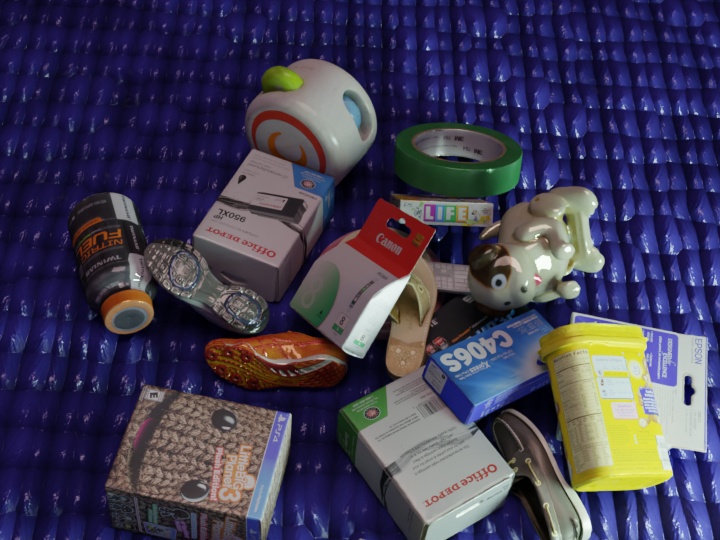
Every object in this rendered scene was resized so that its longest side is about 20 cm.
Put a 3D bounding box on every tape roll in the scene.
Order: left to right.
[{"bbox_3d":[0.151,-0.175,1.944,0.198,0.049,0.201,3,27,-1],"label":"tape roll"}]

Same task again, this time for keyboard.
[{"bbox_3d":[0.167,0.014,1.797,0.198,0.011,0.057,6,48,-4],"label":"keyboard"}]

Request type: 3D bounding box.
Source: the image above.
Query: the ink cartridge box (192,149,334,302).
[{"bbox_3d":[-0.142,-0.069,1.855,0.144,0.085,0.201,20,52,12],"label":"ink cartridge box"}]

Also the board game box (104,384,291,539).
[{"bbox_3d":[-0.201,0.252,1.573,0.198,0.097,0.160,10,50,4],"label":"board game box"}]

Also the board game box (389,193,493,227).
[{"bbox_3d":[0.115,-0.090,1.843,0.133,0.035,0.200,2,6,-4],"label":"board game box"}]

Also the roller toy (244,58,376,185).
[{"bbox_3d":[-0.074,-0.225,1.929,0.182,0.200,0.140,35,54,7],"label":"roller toy"}]

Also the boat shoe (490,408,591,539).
[{"bbox_3d":[0.221,0.269,1.610,0.060,0.072,0.202,-16,57,-24],"label":"boat shoe"}]

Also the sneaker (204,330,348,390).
[{"bbox_3d":[-0.117,0.120,1.721,0.198,0.073,0.077,7,34,-8],"label":"sneaker"}]

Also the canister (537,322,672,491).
[{"bbox_3d":[0.318,0.178,1.610,0.147,0.086,0.202,5,65,-31],"label":"canister"}]

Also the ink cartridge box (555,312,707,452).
[{"bbox_3d":[0.379,0.162,1.730,0.198,0.044,0.199,10,51,6],"label":"ink cartridge box"}]

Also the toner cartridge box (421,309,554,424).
[{"bbox_3d":[0.188,0.126,1.662,0.199,0.043,0.095,-21,57,-35],"label":"toner cartridge box"}]

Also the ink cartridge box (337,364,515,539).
[{"bbox_3d":[0.082,0.243,1.612,0.146,0.083,0.200,-23,55,-23],"label":"ink cartridge box"}]

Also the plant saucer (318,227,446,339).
[{"bbox_3d":[0.030,0.008,1.827,0.198,0.051,0.202,2,50,-2],"label":"plant saucer"}]

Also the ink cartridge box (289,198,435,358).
[{"bbox_3d":[0.000,0.000,1.712,0.050,0.201,0.161,26,5,-36],"label":"ink cartridge box"}]

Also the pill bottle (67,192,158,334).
[{"bbox_3d":[-0.349,-0.007,1.772,0.105,0.107,0.201,-12,52,-15],"label":"pill bottle"}]

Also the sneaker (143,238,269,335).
[{"bbox_3d":[-0.222,0.033,1.740,0.199,0.087,0.075,38,67,0],"label":"sneaker"}]

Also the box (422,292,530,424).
[{"bbox_3d":[0.164,0.113,1.751,0.199,0.046,0.159,-33,60,-29],"label":"box"}]

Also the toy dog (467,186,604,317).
[{"bbox_3d":[0.227,-0.024,1.746,0.193,0.141,0.200,18,41,29],"label":"toy dog"}]

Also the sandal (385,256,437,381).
[{"bbox_3d":[0.065,0.045,1.713,0.077,0.070,0.213,1,57,6],"label":"sandal"}]

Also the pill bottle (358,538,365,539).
[{"bbox_3d":[0.079,0.389,1.472,0.198,0.112,0.112,18,51,10],"label":"pill bottle"}]
